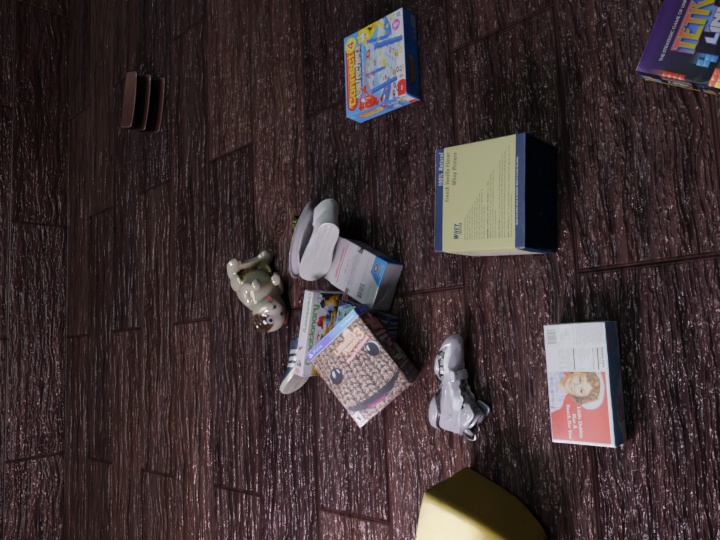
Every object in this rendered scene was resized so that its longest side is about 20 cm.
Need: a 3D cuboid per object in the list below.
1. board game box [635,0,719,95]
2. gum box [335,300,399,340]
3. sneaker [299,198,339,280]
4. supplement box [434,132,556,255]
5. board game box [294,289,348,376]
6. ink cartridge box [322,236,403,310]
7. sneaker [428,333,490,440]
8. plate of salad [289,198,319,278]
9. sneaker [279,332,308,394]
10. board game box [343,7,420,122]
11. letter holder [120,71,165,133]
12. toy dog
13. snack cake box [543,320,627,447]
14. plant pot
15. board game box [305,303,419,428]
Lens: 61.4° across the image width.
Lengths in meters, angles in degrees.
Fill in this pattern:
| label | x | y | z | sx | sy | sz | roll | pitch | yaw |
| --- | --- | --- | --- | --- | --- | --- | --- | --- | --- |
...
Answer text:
| label | x | y | z | sx | sy | sz | roll | pitch | yaw |
| --- | --- | --- | --- | --- | --- | --- | --- | --- | --- |
| board game box | 0.552 | -0.389 | 0.944 | 0.164 | 0.056 | 0.206 | 30 | 107 | 40 |
| gum box | 0.002 | 0.192 | 1.445 | 0.167 | 0.044 | 0.207 | 15 | 99 | 43 |
| sneaker | -0.094 | -0.077 | 1.465 | 0.118 | 0.072 | 0.202 | -90 | 22 | -45 |
| supplement box | 0.257 | -0.134 | 1.159 | 0.196 | 0.132 | 0.208 | -2 | 86 | 43 |
| board game box | -0.095 | 0.153 | 1.487 | 0.034 | 0.124 | 0.207 | 11 | 95 | 43 |
| ink cartridge box | 0.000 | 0.000 | 1.445 | 0.198 | 0.067 | 0.119 | 31 | 107 | 41 |
| sneaker | 0.207 | 0.239 | 1.225 | 0.113 | 0.074 | 0.207 | 18 | 104 | 42 |
| plate of salad | -0.145 | -0.083 | 1.514 | 0.047 | 0.200 | 0.206 | 16 | 100 | 12 |
| sneaker | -0.164 | 0.225 | 1.589 | 0.084 | 0.074 | 0.203 | 40 | 104 | 36 |
| board game box | 0.048 | -0.483 | 1.442 | 0.192 | 0.055 | 0.207 | -9 | 81 | 43 |
| letter holder | -0.807 | -0.626 | 2.259 | 0.139 | 0.099 | 0.207 | 10 | 94 | 42 |
| toy dog | -0.278 | 0.078 | 1.668 | 0.201 | 0.136 | 0.197 | 51 | 133 | 33 |
| snack cake box | 0.389 | 0.193 | 1.052 | 0.113 | 0.066 | 0.207 | -7 | 82 | 41 |
| plant pot | 0.226 | 0.514 | 1.114 | 0.196 | 0.193 | 0.201 | 14 | 96 | 34 |
| board game box | 0.005 | 0.207 | 1.335 | 0.159 | 0.097 | 0.201 | -42 | 81 | 15 |
